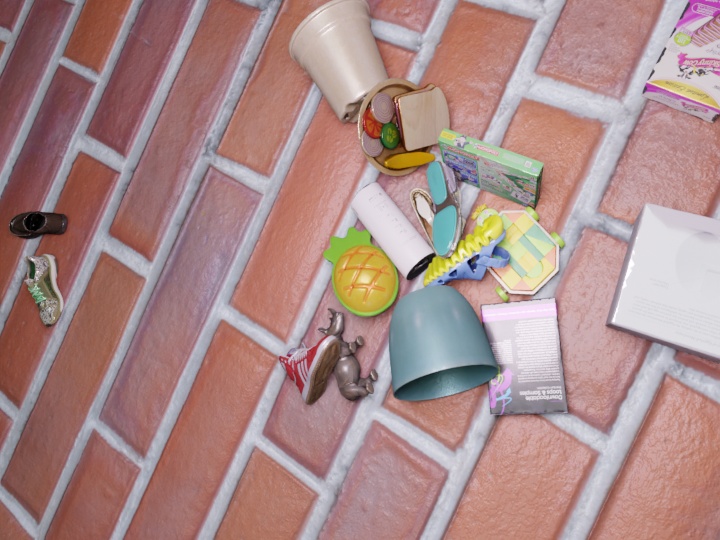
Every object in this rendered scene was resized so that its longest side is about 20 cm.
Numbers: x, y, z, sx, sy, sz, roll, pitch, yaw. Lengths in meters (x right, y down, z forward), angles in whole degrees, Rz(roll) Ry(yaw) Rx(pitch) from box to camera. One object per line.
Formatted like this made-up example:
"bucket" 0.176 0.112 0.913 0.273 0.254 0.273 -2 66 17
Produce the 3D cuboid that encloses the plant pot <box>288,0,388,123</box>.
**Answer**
"plant pot" -0.027 -0.427 1.164 0.196 0.200 0.188 -29 85 14

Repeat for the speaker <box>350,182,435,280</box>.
"speaker" 0.066 -0.080 1.121 0.081 0.081 0.202 -42 70 10

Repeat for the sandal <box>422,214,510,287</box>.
"sandal" 0.201 -0.012 1.029 0.198 0.080 0.087 -35 108 31

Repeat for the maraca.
"maraca" 0.000 0.000 1.124 0.133 0.108 0.204 -24 63 -7

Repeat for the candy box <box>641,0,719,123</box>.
"candy box" 0.609 -0.386 0.967 0.134 0.061 0.205 28 93 21

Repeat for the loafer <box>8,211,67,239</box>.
"loafer" -0.896 -0.134 1.507 0.193 0.071 0.076 -5 80 20

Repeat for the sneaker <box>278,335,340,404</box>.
"sneaker" -0.107 0.174 1.119 0.113 0.070 0.203 47 138 26

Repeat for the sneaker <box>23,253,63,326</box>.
"sneaker" -0.851 0.049 1.454 0.075 0.088 0.207 -22 75 16

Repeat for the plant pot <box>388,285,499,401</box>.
"plant pot" 0.138 0.128 1.009 0.195 0.200 0.166 -19 64 17

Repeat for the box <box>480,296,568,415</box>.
"box" 0.302 0.160 1.022 0.138 0.036 0.208 -7 79 21

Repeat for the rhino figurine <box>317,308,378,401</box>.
"rhino figurine" -0.034 0.171 1.134 0.087 0.059 0.205 -35 69 33

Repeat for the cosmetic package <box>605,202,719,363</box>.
"cosmetic package" 0.533 0.025 0.904 0.194 0.122 0.207 18 87 22

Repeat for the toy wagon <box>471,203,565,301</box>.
"toy wagon" 0.285 -0.049 1.056 0.155 0.039 0.201 -44 70 10

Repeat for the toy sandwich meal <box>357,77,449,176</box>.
"toy sandwich meal" 0.089 -0.287 1.103 0.070 0.200 0.211 22 90 64

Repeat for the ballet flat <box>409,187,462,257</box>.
"ballet flat" 0.152 -0.078 1.099 0.067 0.062 0.204 -35 72 16

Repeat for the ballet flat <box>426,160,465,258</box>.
"ballet flat" 0.172 -0.114 1.053 0.070 0.072 0.207 -12 64 18

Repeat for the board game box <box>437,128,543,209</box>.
"board game box" 0.245 -0.190 1.039 0.195 0.135 0.030 27 79 22
